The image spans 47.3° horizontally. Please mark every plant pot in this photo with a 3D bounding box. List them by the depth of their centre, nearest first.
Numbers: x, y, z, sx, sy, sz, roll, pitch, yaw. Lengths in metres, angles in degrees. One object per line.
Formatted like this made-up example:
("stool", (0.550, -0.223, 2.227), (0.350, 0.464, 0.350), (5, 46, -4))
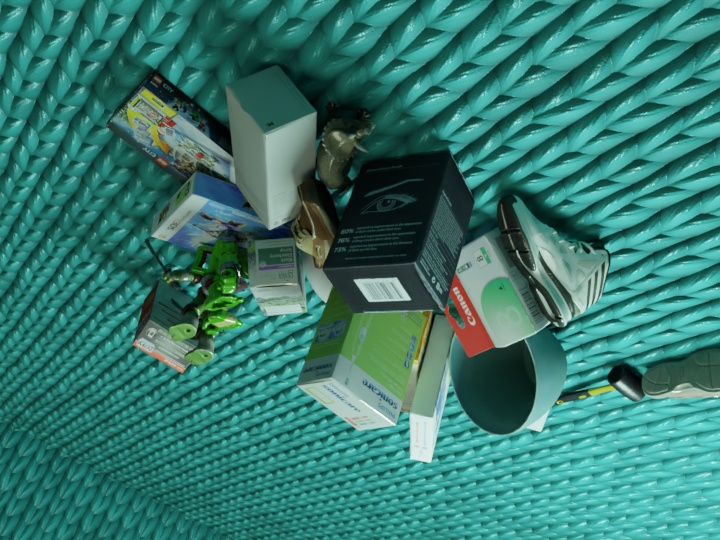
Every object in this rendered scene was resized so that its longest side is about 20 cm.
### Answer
("plant pot", (0.261, 0.158, 1.354), (0.134, 0.202, 0.200), (-6, 162, -35))

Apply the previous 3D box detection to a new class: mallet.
("mallet", (0.424, 0.220, 1.466), (0.066, 0.041, 0.200), (32, 149, -10))

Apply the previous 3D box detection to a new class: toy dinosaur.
("toy dinosaur", (-0.034, -0.159, 1.116), (0.076, 0.103, 0.200), (23, 145, -4))

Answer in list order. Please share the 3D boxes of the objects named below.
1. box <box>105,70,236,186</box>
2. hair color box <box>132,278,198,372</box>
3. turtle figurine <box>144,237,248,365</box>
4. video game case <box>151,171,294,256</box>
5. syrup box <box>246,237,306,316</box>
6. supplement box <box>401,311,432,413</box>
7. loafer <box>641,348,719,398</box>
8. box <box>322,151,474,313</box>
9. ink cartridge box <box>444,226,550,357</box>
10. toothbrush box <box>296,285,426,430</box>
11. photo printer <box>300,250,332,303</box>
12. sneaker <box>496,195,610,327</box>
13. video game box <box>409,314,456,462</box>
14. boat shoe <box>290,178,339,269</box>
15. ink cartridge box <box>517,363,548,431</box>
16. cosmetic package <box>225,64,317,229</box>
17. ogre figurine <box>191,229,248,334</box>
("box", (-0.270, -0.197, 1.248), (0.200, 0.038, 0.136), (38, 143, -24))
("hair color box", (-0.365, 0.103, 1.583), (0.111, 0.200, 0.064), (34, 102, -18))
("turtle figurine", (-0.311, 0.069, 1.479), (0.198, 0.195, 0.145), (11, 130, -7))
("video game case", (-0.215, -0.073, 1.339), (0.199, 0.046, 0.181), (20, 152, -27))
("syrup box", (-0.135, 0.013, 1.355), (0.078, 0.082, 0.200), (-5, 164, -1))
("supplement box", (0.081, 0.152, 1.470), (0.073, 0.127, 0.201), (12, 146, 10))
("loafer", (0.546, 0.171, 1.311), (0.062, 0.073, 0.199), (19, 157, -29))
("box", (0.057, -0.051, 1.131), (0.147, 0.201, 0.105), (-3, 140, 33))
("ink cartridge box", (0.179, 0.045, 1.266), (0.200, 0.050, 0.162), (-34, 82, 49))
("toothbrush box", (0.006, 0.122, 1.274), (0.086, 0.201, 0.145), (-19, 132, 43))
("photo printer", (0.000, 0.000, 1.350), (0.198, 0.070, 0.167), (8, 144, 19))
("sneaker", (0.278, -0.033, 1.166), (0.202, 0.115, 0.076), (61, 169, -8))
("video game box", (0.129, 0.211, 1.460), (0.046, 0.201, 0.183), (12, 146, 9))
("boat shoe", (-0.062, -0.054, 1.187), (0.073, 0.076, 0.200), (-17, 148, 4))
("ink cartridge box", (0.280, 0.214, 1.531), (0.159, 0.047, 0.201), (15, 140, 10))
("cosmetic package", (-0.121, -0.165, 1.134), (0.108, 0.084, 0.201), (53, 156, 25))
("ogre figurine", (-0.224, 0.017, 1.333), (0.097, 0.121, 0.200), (-4, 155, 2))
